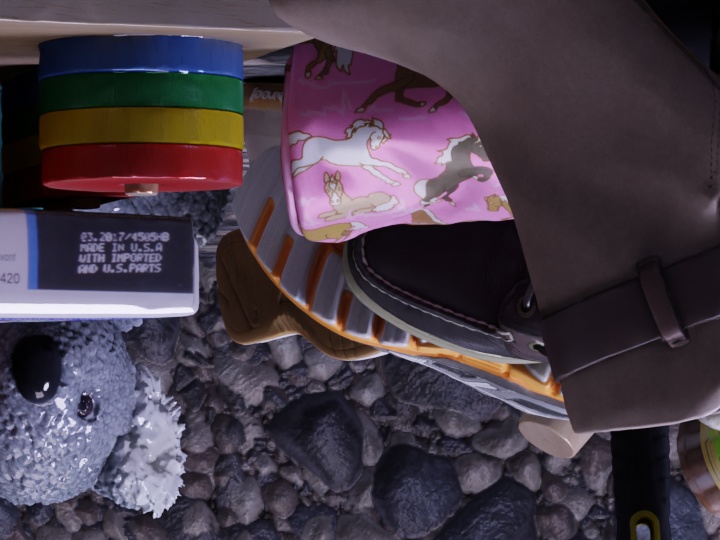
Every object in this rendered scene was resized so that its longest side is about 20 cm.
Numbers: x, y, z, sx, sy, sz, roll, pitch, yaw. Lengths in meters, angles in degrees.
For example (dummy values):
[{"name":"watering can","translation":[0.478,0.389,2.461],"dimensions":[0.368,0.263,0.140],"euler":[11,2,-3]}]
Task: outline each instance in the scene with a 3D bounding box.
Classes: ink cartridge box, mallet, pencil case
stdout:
[{"name":"ink cartridge box","translation":[-0.195,0.001,1.033],"dimensions":[0.197,0.047,0.200],"euler":[0,179,-39]},{"name":"mallet","translation":[0.076,-0.001,0.884],"dimensions":[0.065,0.201,0.041],"euler":[6,163,3]},{"name":"pencil case","translation":[0.072,-0.052,0.981],"dimensions":[0.199,0.083,0.087],"euler":[-2,175,9]}]

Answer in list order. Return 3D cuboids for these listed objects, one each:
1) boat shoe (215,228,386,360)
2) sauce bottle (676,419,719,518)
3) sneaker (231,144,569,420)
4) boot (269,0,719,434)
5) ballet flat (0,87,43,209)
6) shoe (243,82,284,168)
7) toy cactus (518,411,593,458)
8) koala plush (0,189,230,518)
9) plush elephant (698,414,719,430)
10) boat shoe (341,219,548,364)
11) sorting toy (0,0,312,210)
[{"name":"boat shoe","translation":[0.000,0.000,1.261],"dimensions":[0.069,0.071,0.200],"euler":[-6,-176,-24]},{"name":"sauce bottle","translation":[0.228,0.056,1.252],"dimensions":[0.064,0.065,0.200],"euler":[1,158,-39]},{"name":"sneaker","translation":[0.039,0.012,1.130],"dimensions":[0.199,0.079,0.077],"euler":[27,169,10]},{"name":"boot","translation":[0.070,-0.025,0.844],"dimensions":[0.199,0.147,0.070],"euler":[-1,179,14]},{"name":"ballet flat","translation":[-0.206,-0.058,1.109],"dimensions":[0.199,0.068,0.068],"euler":[7,-173,-11]},{"name":"shoe","translation":[0.003,-0.054,1.319],"dimensions":[0.070,0.054,0.200],"euler":[-2,178,30]},{"name":"toy cactus","translation":[0.129,0.012,1.342],"dimensions":[0.199,0.165,0.102],"euler":[25,157,16]},{"name":"koala plush","translation":[-0.156,0.023,1.401],"dimensions":[0.176,0.201,0.184],"euler":[-1,178,-8]},{"name":"plush elephant","translation":[0.114,-0.006,1.224],"dimensions":[0.164,0.156,0.200],"euler":[-1,177,15]},{"name":"boat shoe","translation":[0.091,0.003,1.055],"dimensions":[0.200,0.072,0.066],"euler":[15,166,6]},{"name":"sorting toy","translation":[-0.136,-0.058,0.967],"dimensions":[0.199,0.070,0.199],"euler":[1,178,-20]}]
